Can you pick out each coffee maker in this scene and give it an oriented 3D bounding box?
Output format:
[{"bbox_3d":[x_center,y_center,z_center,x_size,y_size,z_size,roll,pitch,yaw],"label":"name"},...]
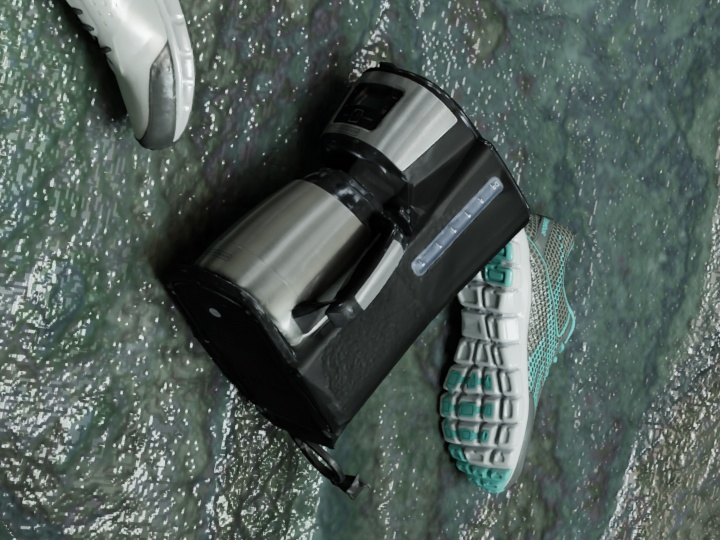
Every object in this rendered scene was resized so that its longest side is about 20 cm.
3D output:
[{"bbox_3d":[0.000,0.000,1.429,0.200,0.135,0.192,-46,147,-20],"label":"coffee maker"}]

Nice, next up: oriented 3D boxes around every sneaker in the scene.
[{"bbox_3d":[0.111,0.053,1.548,0.091,0.077,0.201,-5,104,-41],"label":"sneaker"},{"bbox_3d":[-0.148,-0.164,1.309,0.080,0.074,0.201,-17,106,-19],"label":"sneaker"}]
